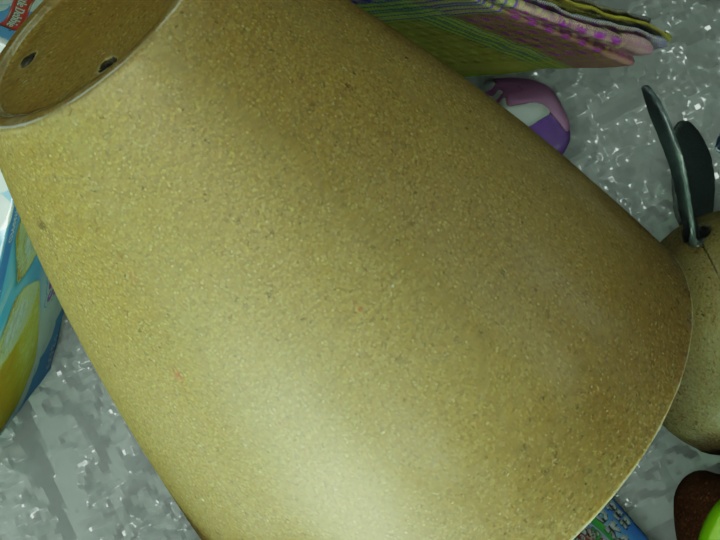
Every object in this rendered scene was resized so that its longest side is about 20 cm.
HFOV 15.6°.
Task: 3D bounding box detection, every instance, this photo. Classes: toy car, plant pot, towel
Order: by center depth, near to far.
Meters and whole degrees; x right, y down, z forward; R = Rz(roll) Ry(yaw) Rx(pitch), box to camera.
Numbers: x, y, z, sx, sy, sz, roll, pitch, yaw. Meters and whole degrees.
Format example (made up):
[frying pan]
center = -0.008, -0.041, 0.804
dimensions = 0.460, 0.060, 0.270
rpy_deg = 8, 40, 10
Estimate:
[plant pot]
center = -0.022, -0.012, 0.853
dimensions = 0.186, 0.187, 0.200
rpy_deg = -36, 118, 9
[towel]
center = -0.005, -0.105, 0.927
dimensions = 0.200, 0.143, 0.023
rpy_deg = 18, 82, -33
[toy car]
center = 0.161, 0.023, 0.958
dimensions = 0.158, 0.164, 0.200
rpy_deg = -28, 76, 9

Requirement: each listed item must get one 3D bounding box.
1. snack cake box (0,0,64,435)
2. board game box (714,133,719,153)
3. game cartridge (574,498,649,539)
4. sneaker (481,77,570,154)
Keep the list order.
[snack cake box]
center = -0.145, -0.027, 0.978
dimensions = 0.067, 0.115, 0.200
rpy_deg = 21, 121, 7
[board game box]
center = 0.236, -0.041, 0.861
dimensions = 0.200, 0.035, 0.136
rpy_deg = 34, 104, -1
[game cartridge]
center = 0.074, 0.136, 0.986
dimensions = 0.200, 0.130, 0.038
rpy_deg = 49, 134, 3
[sneaker]
center = 0.000, 0.000, 1.016
dimensions = 0.200, 0.080, 0.089
rpy_deg = -31, 98, 9
